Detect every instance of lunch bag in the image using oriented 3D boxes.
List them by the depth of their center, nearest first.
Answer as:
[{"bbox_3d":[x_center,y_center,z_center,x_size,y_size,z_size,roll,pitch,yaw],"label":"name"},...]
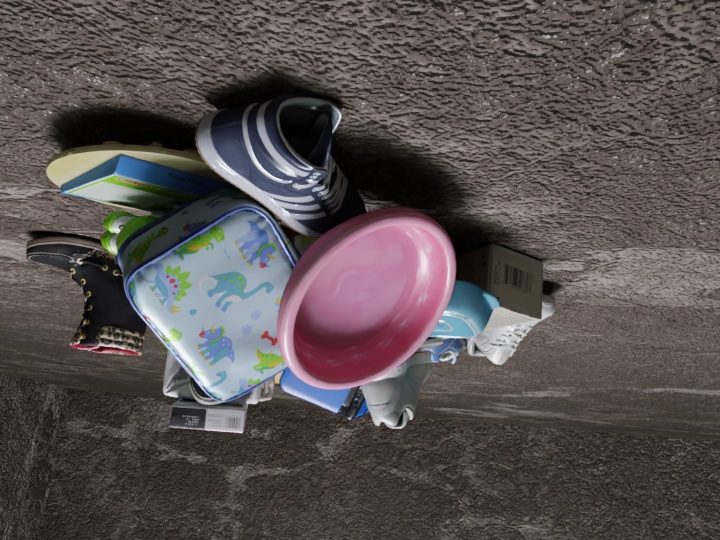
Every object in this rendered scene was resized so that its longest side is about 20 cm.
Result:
[{"bbox_3d":[-0.127,0.024,0.663,0.161,0.082,0.200,-32,127,-6],"label":"lunch bag"}]

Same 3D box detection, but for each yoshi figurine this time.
[{"bbox_3d":[-0.174,-0.018,0.709,0.200,0.113,0.112,9,155,-18],"label":"yoshi figurine"}]

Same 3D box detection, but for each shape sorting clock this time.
[{"bbox_3d":[-0.211,-0.091,0.676,0.199,0.039,0.200,4,172,1],"label":"shape sorting clock"}]

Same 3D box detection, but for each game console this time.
[{"bbox_3d":[-0.008,0.116,1.035,0.118,0.200,0.171,29,-173,19],"label":"game console"}]

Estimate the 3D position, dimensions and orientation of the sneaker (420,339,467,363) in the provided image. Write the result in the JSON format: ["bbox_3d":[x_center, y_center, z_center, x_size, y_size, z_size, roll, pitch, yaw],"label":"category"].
[{"bbox_3d":[0.140,0.112,1.091,0.076,0.077,0.200,4,174,30],"label":"sneaker"}]

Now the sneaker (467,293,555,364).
[{"bbox_3d":[0.221,0.088,0.979,0.078,0.100,0.200,12,161,-16],"label":"sneaker"}]

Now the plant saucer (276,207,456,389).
[{"bbox_3d":[0.003,0.024,0.653,0.200,0.201,0.051,26,-166,-46],"label":"plant saucer"}]

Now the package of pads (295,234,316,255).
[{"bbox_3d":[0.000,0.000,0.837,0.200,0.068,0.154,-9,155,43],"label":"package of pads"}]

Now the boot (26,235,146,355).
[{"bbox_3d":[-0.390,0.037,0.954,0.199,0.151,0.073,11,162,-13],"label":"boot"}]

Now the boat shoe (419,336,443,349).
[{"bbox_3d":[0.024,0.079,0.893,0.073,0.063,0.200,2,173,-44],"label":"boat shoe"}]

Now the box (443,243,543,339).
[{"bbox_3d":[0.137,0.035,0.880,0.095,0.078,0.200,18,159,-29],"label":"box"}]

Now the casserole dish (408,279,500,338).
[{"bbox_3d":[0.062,0.047,0.779,0.200,0.039,0.121,0,158,24],"label":"casserole dish"}]

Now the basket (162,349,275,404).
[{"bbox_3d":[-0.189,0.091,0.963,0.135,0.201,0.123,4,167,7],"label":"basket"}]

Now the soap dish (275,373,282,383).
[{"bbox_3d":[-0.124,0.107,1.094,0.199,0.158,0.081,9,145,-7],"label":"soap dish"}]

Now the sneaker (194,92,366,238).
[{"bbox_3d":[-0.036,-0.086,0.586,0.108,0.070,0.200,-7,155,40],"label":"sneaker"}]

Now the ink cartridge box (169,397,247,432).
[{"bbox_3d":[-0.209,0.199,0.941,0.094,0.037,0.200,6,175,-8],"label":"ink cartridge box"}]

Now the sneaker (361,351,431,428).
[{"bbox_3d":[0.046,0.153,0.852,0.076,0.092,0.200,-9,173,21],"label":"sneaker"}]

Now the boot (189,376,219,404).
[{"bbox_3d":[-0.119,0.085,0.815,0.203,0.074,0.154,-29,169,-20],"label":"boot"}]
